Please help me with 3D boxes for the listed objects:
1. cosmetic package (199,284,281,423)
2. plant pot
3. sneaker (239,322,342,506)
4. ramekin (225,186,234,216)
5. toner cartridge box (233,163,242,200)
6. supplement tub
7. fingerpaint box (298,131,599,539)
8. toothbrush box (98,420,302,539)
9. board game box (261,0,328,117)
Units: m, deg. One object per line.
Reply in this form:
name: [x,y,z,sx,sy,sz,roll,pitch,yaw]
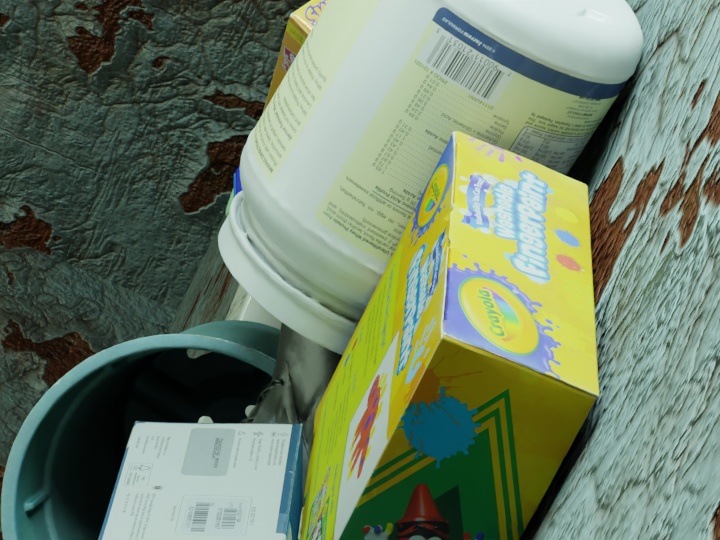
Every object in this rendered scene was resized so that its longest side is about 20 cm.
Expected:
cosmetic package: [-0.072,0.093,1.646,0.105,0.071,0.200,134,158,-72]
plant pot: [-0.085,0.118,1.421,0.196,0.200,0.200,-57,-8,-80]
sneaker: [-0.038,0.098,1.252,0.076,0.091,0.200,119,153,-70]
ramekin: [-0.034,-0.119,2.173,0.200,0.098,0.200,-156,90,-84]
toner cartridge box: [0.008,-0.091,1.334,0.200,0.043,0.095,-48,19,20]
supplement tub: [0.030,-0.068,1.211,0.200,0.145,0.145,-58,9,23]
fingerpaint box: [0.037,0.059,1.080,0.200,0.073,0.167,-83,17,-64]
toothbrush box: [-0.071,0.188,1.146,0.146,0.085,0.200,-83,-5,-70]
board game box: [-0.014,-0.111,1.444,0.095,0.030,0.200,-37,-17,-25]
